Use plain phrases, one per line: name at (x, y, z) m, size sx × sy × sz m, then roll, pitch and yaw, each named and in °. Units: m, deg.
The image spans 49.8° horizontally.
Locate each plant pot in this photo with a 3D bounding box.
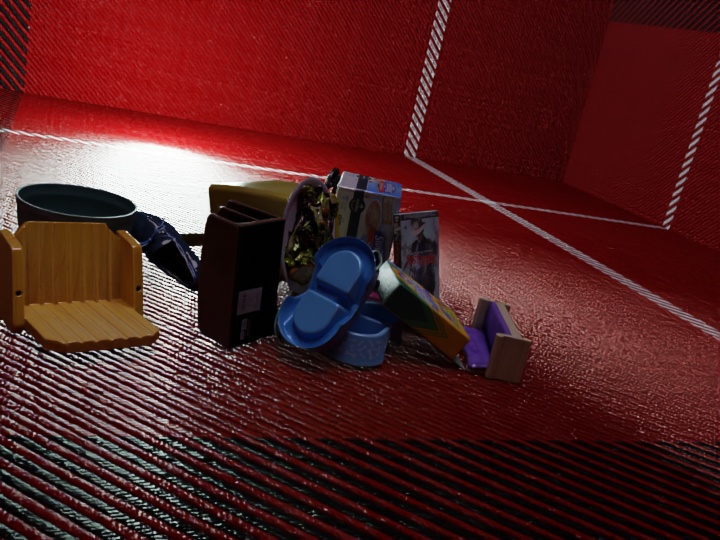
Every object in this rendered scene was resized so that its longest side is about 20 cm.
plant pot at (-0.146, -0.070, 1.453) m, size 0.175 × 0.202 × 0.199 m, roll 0°, pitch 8°, yaw 34°
plant pot at (-0.377, -0.060, 1.544) m, size 0.198 × 0.028 × 0.200 m, roll -1°, pitch 3°, yaw 0°
plant pot at (-0.501, -0.060, 1.354) m, size 0.198 × 0.136 × 0.201 m, roll 12°, pitch 17°, yaw -4°

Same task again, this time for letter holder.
letter holder at (-0.214, 0.000, 1.254) m, size 0.141 × 0.202 × 0.100 m, roll 21°, pitch 22°, yaw 35°

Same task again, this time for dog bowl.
dog bowl at (-0.047, 0.042, 1.242) m, size 0.111 × 0.201 × 0.050 m, roll 25°, pitch -16°, yaw 28°
dog bowl at (0.007, 0.103, 1.330) m, size 0.111 × 0.050 × 0.200 m, roll 18°, pitch 17°, yaw 18°

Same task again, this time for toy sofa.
toy sofa at (0.237, 0.120, 1.414) m, size 0.097 × 0.084 × 0.200 m, roll 13°, pitch 17°, yaw -4°

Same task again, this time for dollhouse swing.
dollhouse swing at (-0.404, 0.018, 1.144) m, size 0.199 × 0.184 × 0.175 m, roll -1°, pitch 1°, yaw -40°

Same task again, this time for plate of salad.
plate of salad at (-0.080, -0.058, 1.328) m, size 0.048 × 0.202 × 0.200 m, roll 7°, pitch 13°, yaw 25°

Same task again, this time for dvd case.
dvd case at (0.114, -0.017, 1.566) m, size 0.022 × 0.202 × 0.145 m, roll 2°, pitch 7°, yaw 37°

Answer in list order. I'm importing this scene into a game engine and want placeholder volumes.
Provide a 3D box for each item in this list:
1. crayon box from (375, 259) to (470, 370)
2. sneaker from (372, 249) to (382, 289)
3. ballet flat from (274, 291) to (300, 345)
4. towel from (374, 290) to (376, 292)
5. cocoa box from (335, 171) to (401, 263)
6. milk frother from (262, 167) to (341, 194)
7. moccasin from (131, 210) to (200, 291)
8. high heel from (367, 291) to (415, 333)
crayon box at (0.115, 0.076, 1.363) m, size 0.200 × 0.052 × 0.126 m, roll 39°, pitch 10°, yaw -20°
sneaker at (0.000, 0.000, 1.377) m, size 0.074 × 0.118 × 0.201 m, roll 56°, pitch 22°, yaw -10°
ballet flat at (-0.097, 0.068, 1.339) m, size 0.075 × 0.068 × 0.200 m, roll -21°, pitch 11°, yaw 10°
towel at (-0.050, 0.012, 1.639) m, size 0.198 × 0.031 × 0.149 m, roll 6°, pitch 17°, yaw -20°
cocoa box at (0.005, -0.083, 1.597) m, size 0.130 × 0.202 × 0.134 m, roll 11°, pitch 19°, yaw 0°
milk frother at (-0.151, -0.174, 1.872) m, size 0.186 × 0.202 × 0.181 m, roll 10°, pitch 21°, yaw -6°
moccasin at (-0.351, -0.042, 1.404) m, size 0.199 × 0.081 × 0.068 m, roll 37°, pitch 6°, yaw 9°
high heel at (0.060, 0.064, 1.478) m, size 0.198 × 0.068 × 0.096 m, roll 8°, pitch 28°, yaw -4°
